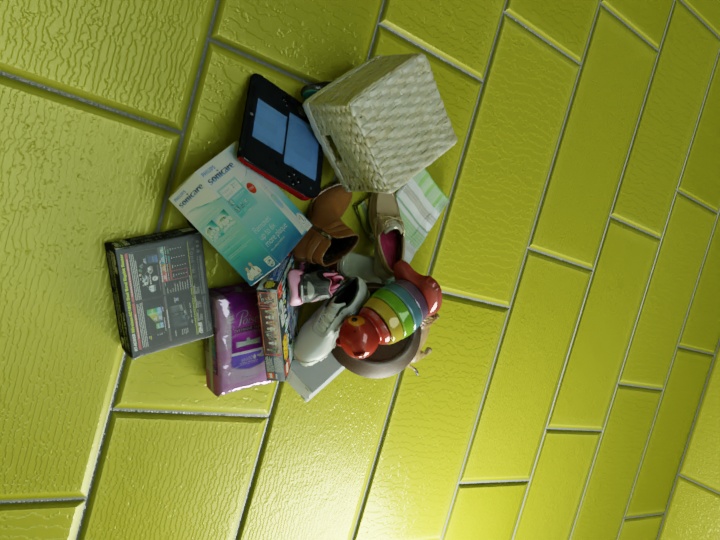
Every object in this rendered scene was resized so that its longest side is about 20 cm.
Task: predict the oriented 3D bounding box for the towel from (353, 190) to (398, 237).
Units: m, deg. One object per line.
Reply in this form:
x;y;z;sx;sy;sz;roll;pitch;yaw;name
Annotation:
0.072;-0.158;1.447;0.200;0.018;0.086;-38;128;-25;towel

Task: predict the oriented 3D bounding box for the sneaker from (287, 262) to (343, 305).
-0.076;0.022;1.255;0.095;0.200;0.079;-5;101;6;sneaker

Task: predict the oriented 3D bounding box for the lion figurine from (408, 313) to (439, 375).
0.130;0.151;1.516;0.122;0.072;0.200;-3;99;-71;lion figurine

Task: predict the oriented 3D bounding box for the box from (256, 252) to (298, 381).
-0.149;0.085;1.230;0.137;0.040;0.200;-76;167;-59;box

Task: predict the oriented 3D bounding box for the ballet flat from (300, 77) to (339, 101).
-0.030;-0.331;1.293;0.200;0.073;0.073;18;91;-33;ballet flat

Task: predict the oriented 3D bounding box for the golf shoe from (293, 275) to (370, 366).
-0.062;0.087;1.251;0.200;0.078;0.097;-53;164;-16;golf shoe

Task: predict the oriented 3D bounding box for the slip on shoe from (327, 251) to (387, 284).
0.000;0.000;1.408;0.200;0.061;0.074;20;83;-53;slip on shoe

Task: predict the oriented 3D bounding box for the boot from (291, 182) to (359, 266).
-0.053;-0.089;1.276;0.200;0.155;0.077;-41;123;-22;boot

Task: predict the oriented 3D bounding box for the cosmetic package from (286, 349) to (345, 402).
-0.059;0.170;1.361;0.200;0.113;0.081;-39;81;-24;cosmetic package

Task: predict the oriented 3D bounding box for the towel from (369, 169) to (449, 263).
0.113;-0.117;1.467;0.200;0.031;0.149;-56;135;-10;towel

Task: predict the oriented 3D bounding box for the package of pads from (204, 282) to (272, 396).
-0.229;0.128;1.252;0.120;0.076;0.200;-10;109;-38;package of pads

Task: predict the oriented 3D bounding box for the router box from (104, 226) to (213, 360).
-0.344;0.036;1.145;0.150;0.062;0.200;-15;111;-34;router box

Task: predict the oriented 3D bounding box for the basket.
0.042;-0.268;1.213;0.200;0.161;0.198;-39;119;-22;basket

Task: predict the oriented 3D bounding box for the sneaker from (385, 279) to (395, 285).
0.061;0.106;1.453;0.078;0.140;0.200;19;59;-15;sneaker

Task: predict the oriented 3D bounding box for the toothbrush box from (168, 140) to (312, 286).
-0.198;-0.099;1.125;0.200;0.085;0.146;48;35;-10;toothbrush box

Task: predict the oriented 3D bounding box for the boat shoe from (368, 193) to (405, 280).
0.062;-0.082;1.369;0.074;0.069;0.200;-3;85;-22;boat shoe

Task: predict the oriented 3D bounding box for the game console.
-0.136;-0.237;1.191;0.177;0.031;0.200;32;49;-40;game console

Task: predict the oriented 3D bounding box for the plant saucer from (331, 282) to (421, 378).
0.029;0.113;1.324;0.200;0.034;0.200;4;68;-11;plant saucer

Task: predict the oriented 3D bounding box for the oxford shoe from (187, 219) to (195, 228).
-0.223;-0.086;1.217;0.200;0.071;0.071;15;63;-37;oxford shoe

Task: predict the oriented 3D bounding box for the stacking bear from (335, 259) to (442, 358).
0.045;0.090;1.254;0.200;0.121;0.114;-35;136;-25;stacking bear
